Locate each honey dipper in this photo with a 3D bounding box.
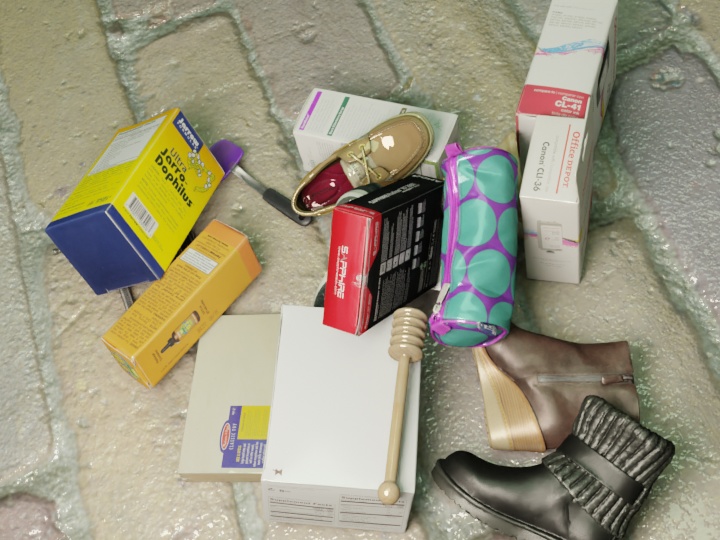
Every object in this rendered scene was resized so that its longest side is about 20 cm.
[{"bbox_3d":[0.038,0.132,1.116,0.037,0.038,0.203,1,58,12],"label":"honey dipper"}]

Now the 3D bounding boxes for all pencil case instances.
[{"bbox_3d":[0.119,-0.025,1.189,0.085,0.091,0.204,-16,64,53],"label":"pencil case"}]

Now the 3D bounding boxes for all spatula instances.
[{"bbox_3d":[-0.134,-0.110,1.451,0.199,0.021,0.057,35,82,26],"label":"spatula"}]

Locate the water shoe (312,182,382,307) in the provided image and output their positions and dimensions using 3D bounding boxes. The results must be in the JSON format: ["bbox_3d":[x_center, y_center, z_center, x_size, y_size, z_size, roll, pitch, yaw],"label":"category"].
[{"bbox_3d":[0.000,0.000,1.277,0.071,0.203,0.079,24,30,20],"label":"water shoe"}]

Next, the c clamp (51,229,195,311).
[{"bbox_3d":[-0.272,0.011,1.402,0.169,0.027,0.201,-26,55,-12],"label":"c clamp"}]

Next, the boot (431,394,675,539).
[{"bbox_3d":[0.190,0.190,1.125,0.209,0.079,0.160,25,94,15],"label":"boot"}]

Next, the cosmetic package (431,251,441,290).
[{"bbox_3d":[0.079,-0.024,1.314,0.197,0.084,0.051,8,16,16],"label":"cosmetic package"}]

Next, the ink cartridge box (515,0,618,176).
[{"bbox_3d":[0.250,-0.212,1.365,0.084,0.148,0.202,13,61,18],"label":"ink cartridge box"}]

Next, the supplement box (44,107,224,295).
[{"bbox_3d":[-0.267,-0.084,1.364,0.108,0.110,0.201,-12,37,34],"label":"supplement box"}]

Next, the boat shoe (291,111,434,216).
[{"bbox_3d":[0.000,-0.117,1.341,0.199,0.066,0.075,-33,92,28],"label":"boat shoe"}]

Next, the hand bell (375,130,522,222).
[{"bbox_3d":[0.085,-0.096,1.300,0.196,0.105,0.106,-6,56,7],"label":"hand bell"}]

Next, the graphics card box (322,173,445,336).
[{"bbox_3d":[0.030,-0.022,1.192,0.050,0.128,0.199,14,21,25],"label":"graphics card box"}]

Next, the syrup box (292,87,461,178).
[{"bbox_3d":[0.022,-0.160,1.418,0.197,0.079,0.082,14,60,20],"label":"syrup box"}]

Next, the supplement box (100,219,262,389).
[{"bbox_3d":[-0.206,0.037,1.314,0.068,0.067,0.201,25,62,32],"label":"supplement box"}]

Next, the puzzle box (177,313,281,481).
[{"bbox_3d":[-0.129,0.142,1.284,0.131,0.026,0.203,-1,57,10],"label":"puzzle box"}]

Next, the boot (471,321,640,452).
[{"bbox_3d":[0.206,0.094,1.221,0.163,0.073,0.203,-11,65,7],"label":"boot"}]

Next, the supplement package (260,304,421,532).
[{"bbox_3d":[-0.017,0.154,1.187,0.153,0.111,0.203,5,58,0],"label":"supplement package"}]

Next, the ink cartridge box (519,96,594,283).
[{"bbox_3d":[0.220,-0.090,1.259,0.066,0.201,0.118,7,58,15],"label":"ink cartridge box"}]
